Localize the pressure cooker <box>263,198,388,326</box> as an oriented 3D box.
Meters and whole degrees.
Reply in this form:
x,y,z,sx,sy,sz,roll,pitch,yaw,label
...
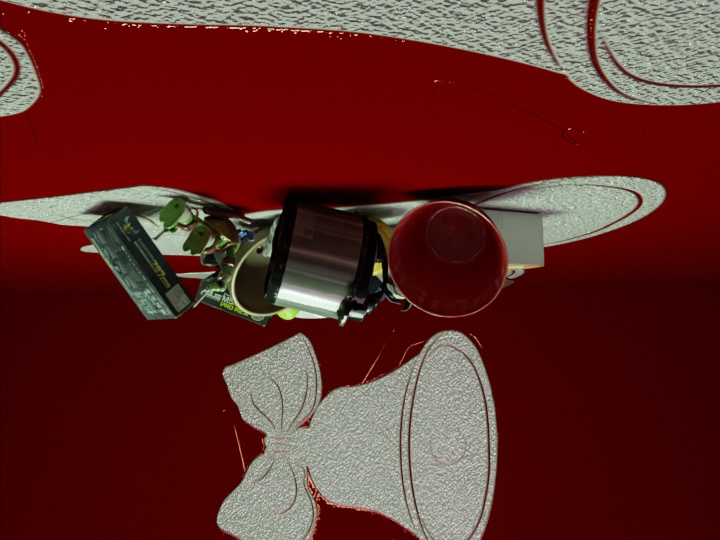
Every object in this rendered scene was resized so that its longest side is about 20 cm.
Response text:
x,y,z,sx,sy,sz,roll,pitch,yaw,label
-0.049,-0.011,1.331,0.195,0.180,0.179,12,-174,-10,pressure cooker

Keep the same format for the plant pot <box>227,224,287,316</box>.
x,y,z,sx,sy,sz,roll,pitch,yaw,label
-0.182,-0.018,1.629,0.197,0.204,0.093,3,-148,-38,plant pot

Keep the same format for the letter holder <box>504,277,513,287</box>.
x,y,z,sx,sy,sz,roll,pitch,yaw,label
0.257,-0.020,1.697,0.141,0.103,0.198,-29,162,31,letter holder

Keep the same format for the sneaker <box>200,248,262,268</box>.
x,y,z,sx,sy,sz,roll,pitch,yaw,label
-0.250,-0.024,1.801,0.144,0.079,0.201,16,177,-32,sneaker

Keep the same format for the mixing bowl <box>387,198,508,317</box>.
x,y,z,sx,sy,sz,roll,pitch,yaw,label
0.150,-0.038,1.349,0.195,0.205,0.109,-2,-155,18,mixing bowl

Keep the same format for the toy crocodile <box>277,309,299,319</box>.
x,y,z,sx,sy,sz,roll,pitch,yaw,label
-0.113,0.014,1.736,0.061,0.203,0.068,19,163,27,toy crocodile

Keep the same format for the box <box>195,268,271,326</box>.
x,y,z,sx,sy,sz,roll,pitch,yaw,label
-0.257,0.056,1.773,0.157,0.045,0.200,22,-173,0,box

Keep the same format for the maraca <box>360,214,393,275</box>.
x,y,z,sx,sy,sz,roll,pitch,yaw,label
0.003,-0.050,1.514,0.134,0.110,0.200,13,-170,-18,maraca

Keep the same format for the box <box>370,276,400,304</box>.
x,y,z,sx,sy,sz,roll,pitch,yaw,label
0.000,0.000,1.677,0.032,0.201,0.121,-43,167,6,box

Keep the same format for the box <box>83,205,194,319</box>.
x,y,z,sx,sy,sz,roll,pitch,yaw,label
-0.386,-0.008,1.423,0.051,0.202,0.156,-41,-162,-29,box

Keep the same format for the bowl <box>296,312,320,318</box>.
x,y,z,sx,sy,sz,roll,pitch,yaw,label
-0.069,0.008,1.830,0.194,0.203,0.076,-5,135,12,bowl

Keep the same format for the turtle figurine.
x,y,z,sx,sy,sz,roll,pitch,yaw,label
-0.281,-0.032,1.375,0.195,0.148,0.194,-13,166,6,turtle figurine

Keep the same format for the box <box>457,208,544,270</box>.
x,y,z,sx,sy,sz,roll,pitch,yaw,label
0.227,-0.054,1.518,0.196,0.100,0.123,2,175,-31,box

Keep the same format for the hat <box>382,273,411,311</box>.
x,y,z,sx,sy,sz,roll,pitch,yaw,label
0.087,-0.017,1.620,0.079,0.205,0.201,21,175,0,hat

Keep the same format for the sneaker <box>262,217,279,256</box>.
x,y,z,sx,sy,sz,roll,pitch,yaw,label
-0.101,-0.039,1.565,0.197,0.075,0.082,21,120,-36,sneaker

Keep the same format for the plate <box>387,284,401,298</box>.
x,y,z,sx,sy,sz,roll,pitch,yaw,label
0.139,0.019,2.077,0.195,0.033,0.201,2,-149,-19,plate

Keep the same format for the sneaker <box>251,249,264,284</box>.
x,y,z,sx,sy,sz,roll,pitch,yaw,label
-0.169,-0.017,1.748,0.077,0.068,0.200,3,-155,29,sneaker
